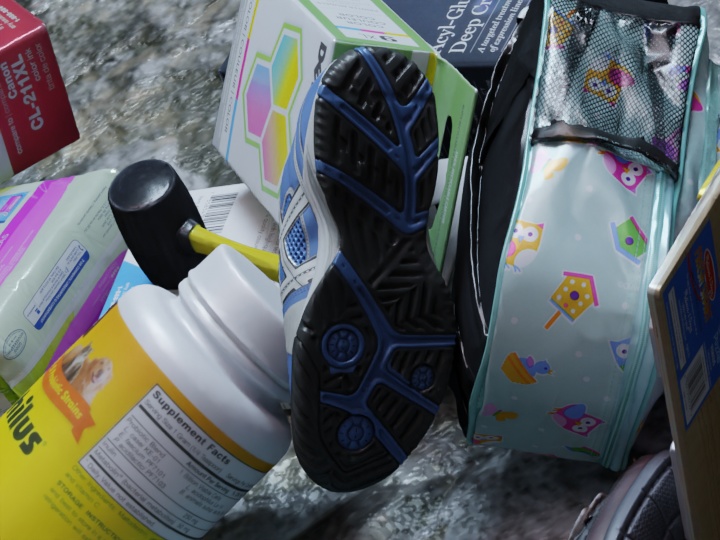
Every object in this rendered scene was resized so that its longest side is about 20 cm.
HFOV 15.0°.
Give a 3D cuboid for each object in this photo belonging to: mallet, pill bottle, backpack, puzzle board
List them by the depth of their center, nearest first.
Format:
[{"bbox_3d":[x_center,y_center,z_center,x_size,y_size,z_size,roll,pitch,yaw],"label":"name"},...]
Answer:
[{"bbox_3d":[0.166,0.027,1.174,0.017,0.201,0.151,15,51,29],"label":"puzzle board"},{"bbox_3d":[0.115,-0.008,1.270,0.152,0.176,0.201,18,60,4],"label":"backpack"},{"bbox_3d":[-0.109,0.084,1.300,0.200,0.109,0.109,-44,36,5],"label":"pill bottle"},{"bbox_3d":[-0.040,0.005,1.354,0.199,0.066,0.041,24,61,28],"label":"mallet"}]

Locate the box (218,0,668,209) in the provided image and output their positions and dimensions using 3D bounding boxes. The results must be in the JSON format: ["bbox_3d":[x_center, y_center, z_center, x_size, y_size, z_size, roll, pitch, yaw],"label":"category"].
[{"bbox_3d":[0.050,-0.120,1.500,0.199,0.107,0.149,0,44,32],"label":"box"}]

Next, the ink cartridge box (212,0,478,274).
[{"bbox_3d":[-0.011,-0.075,1.342,0.059,0.104,0.200,4,20,-22],"label":"ink cartridge box"}]

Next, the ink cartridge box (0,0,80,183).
[{"bbox_3d":[-0.282,-0.086,1.527,0.199,0.083,0.146,-32,42,-22],"label":"ink cartridge box"}]

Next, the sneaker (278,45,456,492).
[{"bbox_3d":[0.000,0.000,1.242,0.075,0.201,0.077,5,2,-16],"label":"sneaker"}]

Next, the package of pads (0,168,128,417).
[{"bbox_3d":[-0.223,0.027,1.495,0.199,0.068,0.155,-9,38,40],"label":"package of pads"}]

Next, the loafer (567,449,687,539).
[{"bbox_3d":[0.093,0.158,1.171,0.063,0.072,0.201,-5,44,32],"label":"loafer"}]

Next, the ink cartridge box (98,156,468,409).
[{"bbox_3d":[-0.026,0.010,1.419,0.199,0.068,0.116,-7,41,25],"label":"ink cartridge box"}]
